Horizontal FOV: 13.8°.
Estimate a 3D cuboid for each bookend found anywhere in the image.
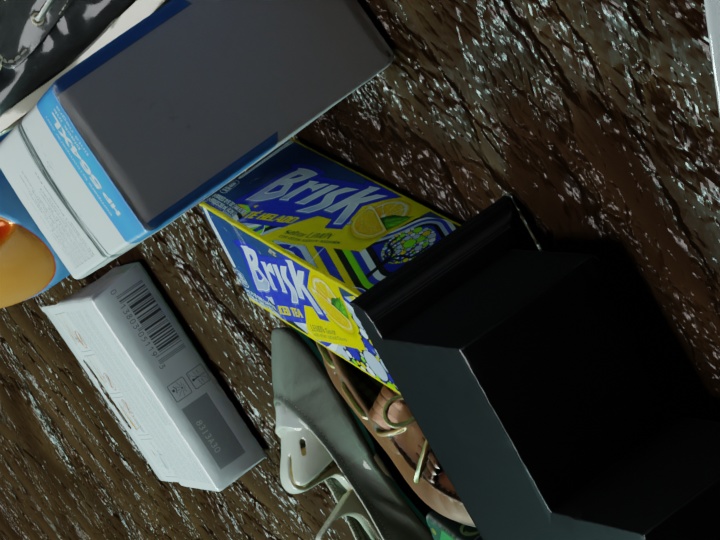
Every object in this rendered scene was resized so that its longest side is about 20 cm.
[{"bbox_3d":[0.114,0.077,1.268,0.200,0.092,0.199,60,161,-13],"label":"bookend"}]

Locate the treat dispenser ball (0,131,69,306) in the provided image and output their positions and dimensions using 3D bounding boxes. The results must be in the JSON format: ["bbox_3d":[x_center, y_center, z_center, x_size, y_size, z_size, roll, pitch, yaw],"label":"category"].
[{"bbox_3d":[-0.231,-0.076,1.715,0.201,0.201,0.201,48,163,21],"label":"treat dispenser ball"}]

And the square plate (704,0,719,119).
[{"bbox_3d":[0.187,-0.026,0.968,0.198,0.028,0.200,41,159,37],"label":"square plate"}]

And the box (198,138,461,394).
[{"bbox_3d":[0.000,0.000,1.485,0.200,0.064,0.070,29,150,56],"label":"box"}]

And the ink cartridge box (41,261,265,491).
[{"bbox_3d":[-0.147,0.076,2.094,0.161,0.050,0.200,57,168,-7],"label":"ink cartridge box"}]

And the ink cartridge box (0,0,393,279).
[{"bbox_3d":[-0.086,-0.078,1.427,0.084,0.146,0.200,55,163,-4],"label":"ink cartridge box"}]

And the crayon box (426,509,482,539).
[{"bbox_3d":[0.116,0.214,1.605,0.127,0.051,0.200,34,154,50],"label":"crayon box"}]

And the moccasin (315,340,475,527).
[{"bbox_3d":[0.037,0.063,1.506,0.078,0.074,0.201,56,176,-40],"label":"moccasin"}]

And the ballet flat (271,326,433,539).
[{"bbox_3d":[-0.010,0.128,1.768,0.200,0.064,0.067,56,164,-4],"label":"ballet flat"}]

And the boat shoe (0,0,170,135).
[{"bbox_3d":[-0.152,-0.128,1.491,0.200,0.072,0.068,-38,97,32],"label":"boat shoe"}]
